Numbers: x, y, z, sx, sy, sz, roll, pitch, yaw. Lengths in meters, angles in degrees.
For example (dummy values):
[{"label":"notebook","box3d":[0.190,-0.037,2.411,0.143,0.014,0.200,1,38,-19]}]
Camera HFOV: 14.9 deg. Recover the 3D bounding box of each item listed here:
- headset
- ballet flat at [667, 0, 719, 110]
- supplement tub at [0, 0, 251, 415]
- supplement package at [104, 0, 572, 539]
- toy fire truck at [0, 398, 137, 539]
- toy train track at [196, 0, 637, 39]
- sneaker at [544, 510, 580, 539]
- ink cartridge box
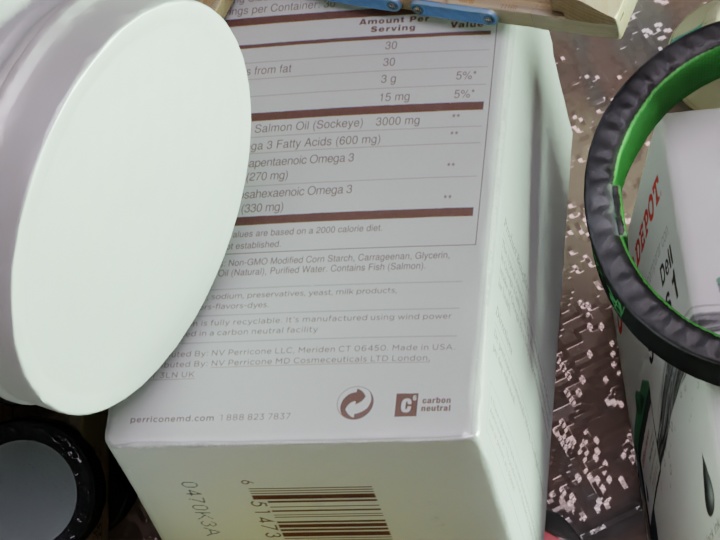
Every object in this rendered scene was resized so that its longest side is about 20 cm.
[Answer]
[{"label":"headset","box3d":[0.172,-0.023,0.875,0.200,0.094,0.124,-9,66,9]},{"label":"ballet flat","box3d":[0.219,-0.087,1.063,0.200,0.070,0.070,-4,63,-5]},{"label":"supplement tub","box3d":[-0.147,-0.045,0.810,0.200,0.145,0.145,18,62,24]},{"label":"supplement package","box3d":[0.000,0.000,0.896,0.117,0.117,0.200,-2,54,14]},{"label":"toy fire truck","box3d":[-0.180,0.077,0.901,0.199,0.129,0.176,0,90,5]},{"label":"toy train track","box3d":[-0.009,-0.105,0.880,0.200,0.033,0.115,11,56,23]},{"label":"sneaker","box3d":[0.032,0.168,0.918,0.087,0.074,0.200,9,63,3]},{"label":"ink cartridge box","box3d":[0.144,0.061,0.938,0.084,0.146,0.200,-4,63,-5]}]
